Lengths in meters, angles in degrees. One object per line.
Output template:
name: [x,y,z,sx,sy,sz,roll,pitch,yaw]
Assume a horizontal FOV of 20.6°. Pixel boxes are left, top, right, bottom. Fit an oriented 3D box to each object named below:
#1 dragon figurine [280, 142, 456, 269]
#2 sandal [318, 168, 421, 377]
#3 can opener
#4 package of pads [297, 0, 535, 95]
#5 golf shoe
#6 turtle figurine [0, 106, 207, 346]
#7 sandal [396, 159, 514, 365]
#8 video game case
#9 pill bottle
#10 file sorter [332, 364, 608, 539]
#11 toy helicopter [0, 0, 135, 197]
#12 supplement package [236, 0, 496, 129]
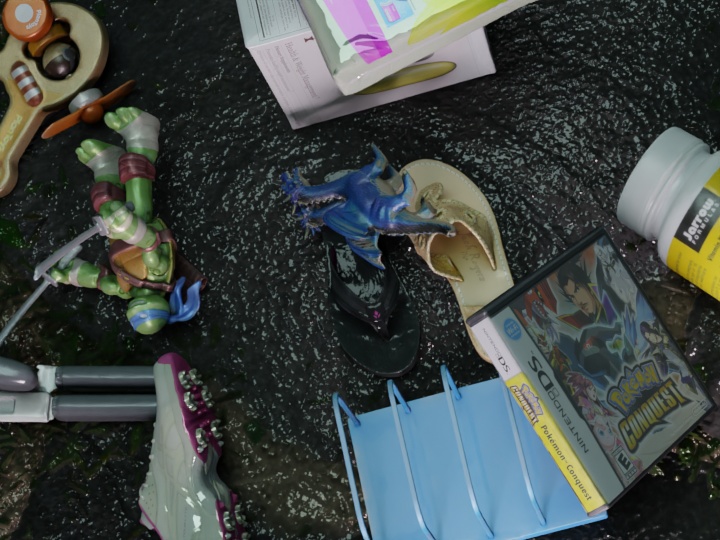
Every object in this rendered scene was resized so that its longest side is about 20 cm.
dragon figurine: [0.008,-0.043,1.707,0.099,0.059,0.200,-44,47,-3]
sandal: [-0.001,0.000,1.750,0.075,0.048,0.202,-18,67,4]
can opener: [-0.259,0.108,1.760,0.198,0.067,0.053,1,72,6]
package of pads: [0.039,-0.258,1.617,0.199,0.068,0.156,-26,74,2]
golf shoe: [-0.159,0.173,1.701,0.091,0.075,0.202,-18,78,15]
turtle figurine: [-0.238,-0.042,1.758,0.198,0.144,0.196,-4,62,-3]
sandal: [0.089,-0.022,1.727,0.077,0.070,0.213,-25,68,2]
video game case: [0.190,0.076,1.596,0.025,0.200,0.182,-34,88,42]
pill bottle: [0.321,-0.029,1.660,0.199,0.114,0.115,34,81,20]
file sorter: [0.089,0.151,1.640,0.198,0.123,0.140,-15,69,6]
toy helicopter: [-0.300,-0.154,1.864,0.131,0.079,0.201,29,89,10]
supplement package: [0.000,-0.248,1.758,0.198,0.191,0.148,-15,70,7]
